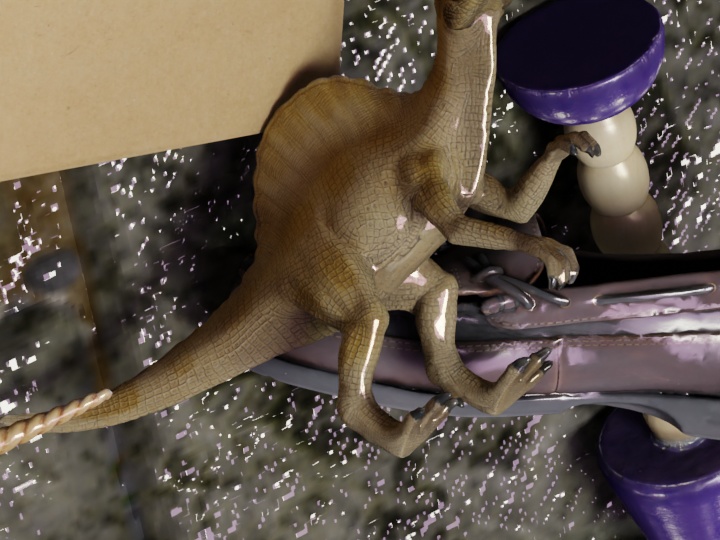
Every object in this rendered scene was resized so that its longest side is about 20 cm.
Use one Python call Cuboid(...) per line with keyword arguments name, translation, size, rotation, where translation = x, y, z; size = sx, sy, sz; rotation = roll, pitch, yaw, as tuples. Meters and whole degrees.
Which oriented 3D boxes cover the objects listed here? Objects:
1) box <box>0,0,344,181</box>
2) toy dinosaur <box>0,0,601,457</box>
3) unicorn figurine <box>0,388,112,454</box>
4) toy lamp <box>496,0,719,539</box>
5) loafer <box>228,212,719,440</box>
Cuboid(name="box", translation=(-0.091, -0.099, 0.753), size=(0.200, 0.021, 0.164), rotation=(-12, 120, -30))
Cuboid(name="toy dinosaur", translation=(0.000, 0.000, 0.800), size=(0.200, 0.101, 0.058), rotation=(-48, 159, 18))
Cuboid(name="unicorn figurine", translation=(-0.151, 0.125, 0.784), size=(0.074, 0.137, 0.200), rotation=(27, 121, -15))
Cuboid(name="toy lamp", translation=(0.088, 0.011, 0.916), size=(0.058, 0.058, 0.200), rotation=(-32, 125, -17))
Cuboid(name="loafer", translation=(0.061, 0.006, 0.849), size=(0.200, 0.072, 0.063), rotation=(7, 110, -2))
